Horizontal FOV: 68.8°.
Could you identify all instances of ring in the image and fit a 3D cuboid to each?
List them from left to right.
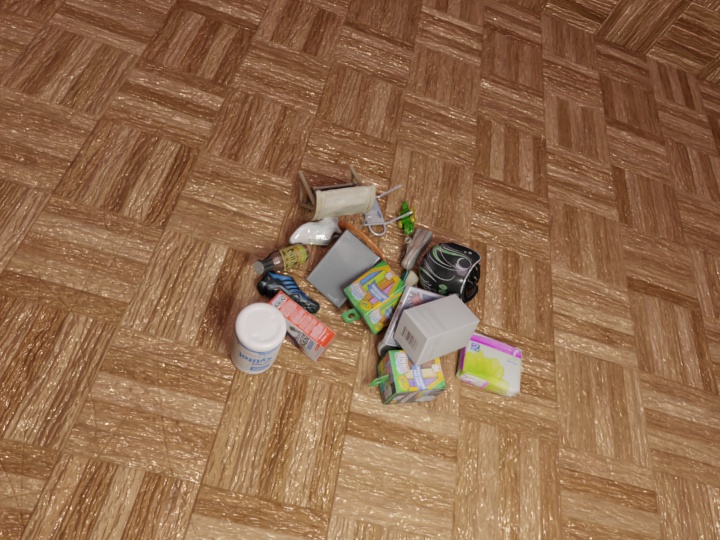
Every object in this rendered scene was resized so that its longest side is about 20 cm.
[{"bbox_3d":[0.007,-0.090,1.656,0.200,0.201,0.019,41,78,8],"label":"ring"}]

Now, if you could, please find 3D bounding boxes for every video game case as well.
[{"bbox_3d":[0.173,0.148,1.558,0.199,0.183,0.023,17,9,-40],"label":"video game case"}]

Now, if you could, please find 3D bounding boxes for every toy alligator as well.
[{"bbox_3d":[0.168,-0.157,1.829,0.054,0.059,0.201,45,33,-43],"label":"toy alligator"}]

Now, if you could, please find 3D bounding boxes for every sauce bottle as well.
[{"bbox_3d":[-0.236,-0.032,1.580,0.065,0.065,0.200,48,37,12],"label":"sauce bottle"}]

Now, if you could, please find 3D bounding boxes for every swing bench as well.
[{"bbox_3d":[-0.082,-0.243,1.707,0.198,0.131,0.200,-9,33,-22],"label":"swing bench"}]

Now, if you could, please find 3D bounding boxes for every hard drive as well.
[{"bbox_3d":[-0.052,-0.004,1.615,0.139,0.033,0.200,40,95,7],"label":"hard drive"}]

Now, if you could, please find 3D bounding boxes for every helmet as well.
[{"bbox_3d":[0.282,0.005,1.696,0.190,0.201,0.200,24,50,31],"label":"helmet"}]

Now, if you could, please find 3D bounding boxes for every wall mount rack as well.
[{"bbox_3d":[0.074,-0.224,1.828,0.173,0.075,0.201,-7,64,-22],"label":"wall mount rack"}]

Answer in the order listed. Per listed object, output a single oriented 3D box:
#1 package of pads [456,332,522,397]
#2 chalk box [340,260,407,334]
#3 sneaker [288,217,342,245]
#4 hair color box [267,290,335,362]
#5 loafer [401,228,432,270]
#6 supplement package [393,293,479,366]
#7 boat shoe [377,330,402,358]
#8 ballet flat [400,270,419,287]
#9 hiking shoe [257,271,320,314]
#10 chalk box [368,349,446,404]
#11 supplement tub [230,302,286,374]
[{"bbox_3d":[0.403,0.293,1.637,0.199,0.068,0.155,20,56,-6],"label":"package of pads"},{"bbox_3d":[0.037,0.094,1.563,0.200,0.125,0.124,-37,54,-5],"label":"chalk box"},{"bbox_3d":[-0.139,-0.116,1.697,0.199,0.070,0.080,-25,73,-29],"label":"sneaker"},{"bbox_3d":[-0.177,0.161,1.495,0.200,0.111,0.064,38,56,6],"label":"hair color box"},{"bbox_3d":[0.180,-0.075,1.788,0.063,0.072,0.200,24,47,18],"label":"loafer"},{"bbox_3d":[0.214,0.165,1.486,0.199,0.118,0.117,-14,47,-32],"label":"supplement package"},{"bbox_3d":[0.124,0.199,1.605,0.201,0.075,0.065,-32,36,-28],"label":"boat shoe"},{"bbox_3d":[0.134,0.081,1.678,0.069,0.070,0.200,33,56,3],"label":"ballet flat"},{"bbox_3d":[-0.204,0.058,1.568,0.199,0.074,0.087,26,57,-2],"label":"hiking shoe"},{"bbox_3d":[0.121,0.304,1.503,0.199,0.125,0.125,2,60,-19],"label":"chalk box"},{"bbox_3d":[-0.274,0.183,1.396,0.131,0.200,0.133,8,58,-13],"label":"supplement tub"}]
